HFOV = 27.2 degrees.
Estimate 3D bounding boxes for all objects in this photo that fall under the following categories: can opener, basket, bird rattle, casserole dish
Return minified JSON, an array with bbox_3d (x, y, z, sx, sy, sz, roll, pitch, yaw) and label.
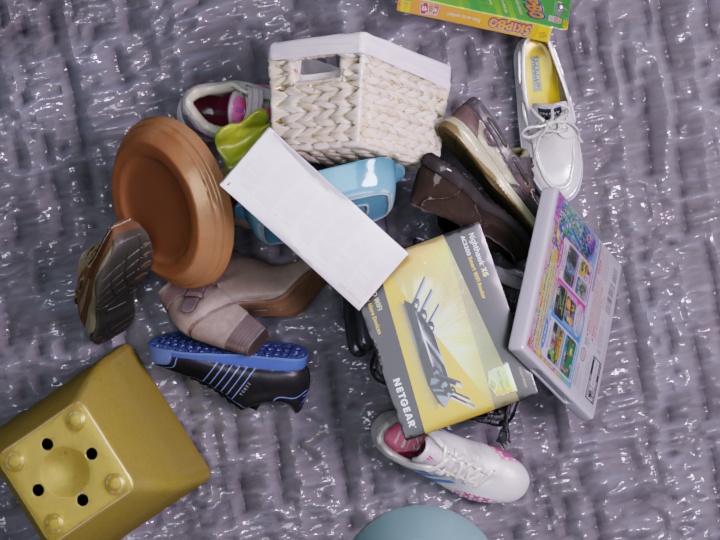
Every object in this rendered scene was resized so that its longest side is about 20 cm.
[{"bbox_3d":[0.000,0.000,1.723,0.078,0.063,0.202,5,63,-13],"label":"can opener"},{"bbox_3d":[0.001,-0.182,1.673,0.134,0.199,0.125,-1,85,33],"label":"basket"},{"bbox_3d":[-0.135,-0.083,1.729,0.162,0.200,0.114,22,51,-26],"label":"bird rattle"},{"bbox_3d":[-0.042,-0.073,1.662,0.198,0.121,0.039,-14,73,-4],"label":"casserole dish"}]

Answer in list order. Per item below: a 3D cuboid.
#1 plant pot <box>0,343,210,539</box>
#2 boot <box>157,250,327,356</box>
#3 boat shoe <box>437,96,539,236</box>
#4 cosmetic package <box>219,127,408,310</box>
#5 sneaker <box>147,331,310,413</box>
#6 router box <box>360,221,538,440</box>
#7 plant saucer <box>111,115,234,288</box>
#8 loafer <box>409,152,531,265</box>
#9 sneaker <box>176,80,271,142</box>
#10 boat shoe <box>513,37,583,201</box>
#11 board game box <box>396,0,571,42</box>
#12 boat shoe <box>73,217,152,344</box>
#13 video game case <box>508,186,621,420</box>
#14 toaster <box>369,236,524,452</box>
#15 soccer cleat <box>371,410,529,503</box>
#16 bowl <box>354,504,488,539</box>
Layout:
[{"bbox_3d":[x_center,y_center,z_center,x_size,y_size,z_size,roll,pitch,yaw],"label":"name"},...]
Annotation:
[{"bbox_3d":[-0.313,0.219,1.705,0.195,0.200,0.195,-33,88,1],"label":"plant pot"},{"bbox_3d":[-0.136,0.008,1.762,0.146,0.071,0.200,35,62,22],"label":"boot"},{"bbox_3d":[0.170,-0.116,1.717,0.066,0.072,0.201,-47,117,-6],"label":"boat shoe"},{"bbox_3d":[-0.050,-0.055,1.584,0.200,0.051,0.083,43,90,-7],"label":"cosmetic package"},{"bbox_3d":[-0.157,0.123,1.763,0.198,0.070,0.079,7,110,12],"label":"sneaker"},{"bbox_3d":[0.090,0.067,1.640,0.156,0.052,0.202,-20,89,2],"label":"router box"},{"bbox_3d":[-0.220,-0.073,1.685,0.037,0.200,0.202,-23,88,-40],"label":"plant saucer"},{"bbox_3d":[0.121,-0.059,1.712,0.200,0.073,0.072,37,92,-35],"label":"loafer"},{"bbox_3d":[-0.124,-0.180,1.753,0.198,0.088,0.082,1,90,3],"label":"sneaker"},{"bbox_3d":[0.221,-0.180,1.736,0.074,0.086,0.204,-7,89,3],"label":"boat shoe"},{"bbox_3d":[0.146,-0.315,1.741,0.198,0.096,0.030,10,129,5],"label":"board game box"},{"bbox_3d":[-0.297,0.005,1.724,0.075,0.201,0.074,-25,65,-36],"label":"boat shoe"},{"bbox_3d":[0.232,0.038,1.666,0.024,0.182,0.202,-4,59,35],"label":"video game case"},{"bbox_3d":[0.117,0.080,1.723,0.179,0.119,0.202,19,90,4],"label":"toaster"},{"bbox_3d":[0.103,0.224,1.739,0.198,0.086,0.070,22,91,3],"label":"soccer cleat"},{"bbox_3d":[0.072,0.380,1.731,0.199,0.105,0.203,0,89,2],"label":"bowl"}]
